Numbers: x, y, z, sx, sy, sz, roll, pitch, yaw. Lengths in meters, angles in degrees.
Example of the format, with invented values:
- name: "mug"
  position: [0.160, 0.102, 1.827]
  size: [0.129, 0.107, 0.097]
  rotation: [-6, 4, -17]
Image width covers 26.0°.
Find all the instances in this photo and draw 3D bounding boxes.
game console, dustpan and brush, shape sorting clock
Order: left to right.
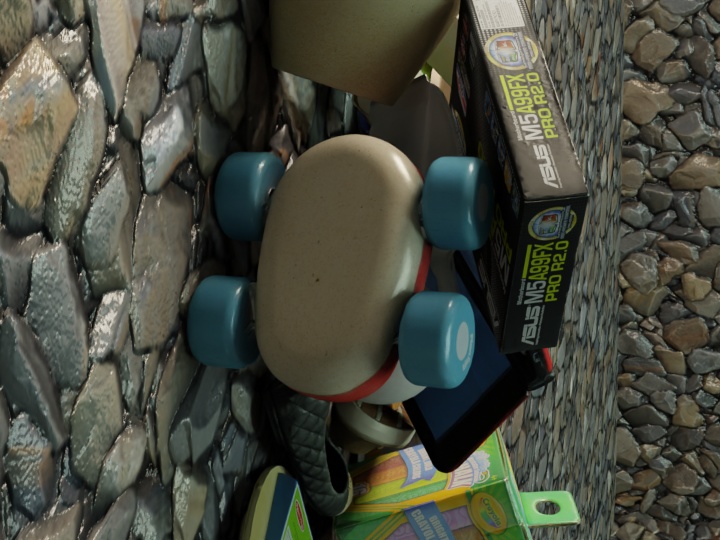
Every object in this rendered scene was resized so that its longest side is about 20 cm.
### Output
- name: "shape sorting clock"
  position: [-0.067, 0.250, 1.184]
  size: [0.200, 0.039, 0.202]
  rotation: [1, 90, -76]
- name: "dustpan and brush"
  position: [0.051, -0.034, 1.164]
  size: [0.139, 0.057, 0.202]
  rotation: [169, -78, -72]
- name: "game console"
  position: [0.058, 0.023, 1.229]
  size: [0.201, 0.118, 0.173]
  rotation: [62, -2, 41]

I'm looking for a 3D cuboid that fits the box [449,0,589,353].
- name: "box"
  position: [0.102, -0.071, 1.070]
  size: [0.161, 0.044, 0.201]
  rotation: [94, -12, -52]

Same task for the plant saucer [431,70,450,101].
- name: "plant saucer"
  position: [0.085, -0.155, 1.627]
  size: [0.200, 0.029, 0.202]
  rotation: [6, 90, -75]

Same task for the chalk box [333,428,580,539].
- name: "chalk box"
  position: [0.087, 0.221, 1.346]
  size: [0.125, 0.198, 0.125]
  rotation: [-95, 167, -74]

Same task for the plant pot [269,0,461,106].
- name: "plant pot"
  position: [0.008, -0.226, 1.103]
  size: [0.187, 0.186, 0.201]
  rotation: [-3, 113, -74]

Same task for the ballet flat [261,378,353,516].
- name: "ballet flat"
  position: [-0.029, 0.142, 1.233]
  size: [0.200, 0.056, 0.067]
  rotation: [70, 1, -57]

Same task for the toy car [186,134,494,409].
- name: "toy car"
  position: [0.010, 0.019, 1.084]
  size: [0.200, 0.183, 0.178]
  rotation: [46, 51, -62]

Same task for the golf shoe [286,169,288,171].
- name: "golf shoe"
  position: [-0.039, -0.004, 1.179]
  size: [0.088, 0.077, 0.201]
  rotation: [-15, 127, -36]

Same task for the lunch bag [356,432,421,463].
- name: "lunch bag"
  position: [0.070, 0.185, 1.505]
  size: [0.169, 0.126, 0.202]
  rotation: [-26, 125, -69]

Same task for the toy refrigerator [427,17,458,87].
- name: "toy refrigerator"
  position: [0.057, -0.239, 1.307]
  size: [0.200, 0.070, 0.076]
  rotation: [39, 55, -45]

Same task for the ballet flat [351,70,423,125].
- name: "ballet flat"
  position: [0.005, -0.163, 1.237]
  size: [0.062, 0.067, 0.201]
  rotation: [-56, 129, -40]

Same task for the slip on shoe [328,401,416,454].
- name: "slip on shoe"
  position: [0.002, 0.128, 1.317]
  size: [0.061, 0.076, 0.200]
  rotation: [-52, -179, 4]

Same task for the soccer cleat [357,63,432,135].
- name: "soccer cleat"
  position: [0.036, -0.199, 1.366]
  size: [0.084, 0.064, 0.202]
  rotation: [24, 72, -71]
